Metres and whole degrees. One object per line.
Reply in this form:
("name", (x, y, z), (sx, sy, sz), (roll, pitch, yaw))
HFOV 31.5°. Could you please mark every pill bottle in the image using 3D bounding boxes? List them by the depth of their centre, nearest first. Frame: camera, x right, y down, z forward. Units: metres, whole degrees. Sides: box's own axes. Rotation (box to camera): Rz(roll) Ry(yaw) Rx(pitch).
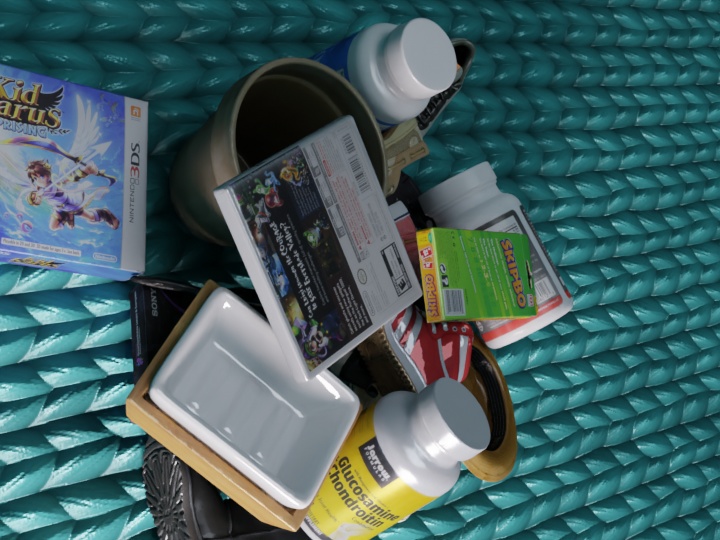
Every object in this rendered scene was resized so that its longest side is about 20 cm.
("pill bottle", (0.028, 0.189, 1.271), (0.112, 0.200, 0.112), (36, 32, -27))
("pill bottle", (0.010, -0.209, 1.420), (0.112, 0.200, 0.112), (13, 70, -39))
("pill bottle", (0.156, -0.019, 1.500), (0.116, 0.116, 0.200), (-26, 87, -43))

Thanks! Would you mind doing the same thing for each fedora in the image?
("fedora", (0.107, 0.157, 1.471), (0.201, 0.082, 0.201), (42, 36, -41))

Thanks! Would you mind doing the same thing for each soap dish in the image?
("soap dish", (-0.110, 0.129, 1.198), (0.200, 0.081, 0.157), (41, 49, -13))

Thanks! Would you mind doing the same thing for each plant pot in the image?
("plant pot", (-0.100, -0.099, 1.309), (0.200, 0.173, 0.200), (10, 74, -39))

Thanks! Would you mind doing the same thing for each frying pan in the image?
("frying pan", (-0.119, 0.032, 1.255), (0.190, 0.115, 0.031), (3, 97, -34))

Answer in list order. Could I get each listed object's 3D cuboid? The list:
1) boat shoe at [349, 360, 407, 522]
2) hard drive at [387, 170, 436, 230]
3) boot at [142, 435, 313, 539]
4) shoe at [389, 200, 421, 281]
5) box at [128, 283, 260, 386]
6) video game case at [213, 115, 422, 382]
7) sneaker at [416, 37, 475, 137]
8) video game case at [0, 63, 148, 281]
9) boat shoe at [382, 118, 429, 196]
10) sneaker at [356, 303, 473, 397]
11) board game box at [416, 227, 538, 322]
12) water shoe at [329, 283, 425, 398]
("boat shoe", (0.014, 0.187, 1.414), (0.075, 0.062, 0.200), (12, 55, -34))
("hard drive", (0.004, -0.042, 1.481), (0.140, 0.038, 0.200), (53, 50, -18))
("boot", (-0.112, 0.229, 1.285), (0.200, 0.066, 0.165), (-2, 74, -43))
("shoe", (0.000, 0.000, 1.386), (0.200, 0.071, 0.091), (-31, 90, -42))
("box", (-0.134, 0.093, 1.285), (0.200, 0.036, 0.143), (11, 54, -31))
("video game case", (-0.035, -0.024, 1.219), (0.182, 0.023, 0.200), (-35, 110, -40))
("sneaker", (0.078, -0.220, 1.568), (0.074, 0.079, 0.200), (47, 54, -25))
("video game case", (-0.299, -0.094, 1.221), (0.200, 0.045, 0.181), (10, 71, -39))
("boat shoe", (0.017, -0.110, 1.437), (0.200, 0.071, 0.065), (-44, 106, -41))
("sneaker", (0.047, 0.047, 1.345), (0.112, 0.071, 0.200), (-28, 98, -40))
("board game box", (0.129, 0.006, 1.368), (0.200, 0.030, 0.096), (1, 81, -51))
("water shoe", (0.042, 0.083, 1.435), (0.079, 0.072, 0.200), (42, 41, 14))
